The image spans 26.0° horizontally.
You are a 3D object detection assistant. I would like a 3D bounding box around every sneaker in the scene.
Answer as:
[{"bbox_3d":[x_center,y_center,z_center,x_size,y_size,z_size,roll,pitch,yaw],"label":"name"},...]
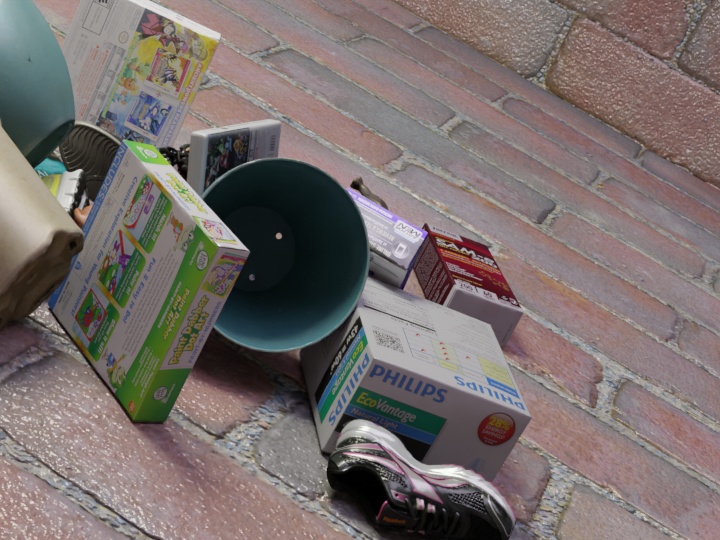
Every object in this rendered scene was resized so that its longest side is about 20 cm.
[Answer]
[{"bbox_3d":[0.051,0.230,1.527,0.199,0.081,0.086,24,31,13],"label":"sneaker"},{"bbox_3d":[-0.284,-0.112,1.866,0.200,0.075,0.106,44,7,-24],"label":"sneaker"},{"bbox_3d":[-0.349,-0.040,1.659,0.089,0.079,0.200,0,28,3],"label":"sneaker"}]

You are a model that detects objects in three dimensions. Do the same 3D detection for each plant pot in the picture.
[{"bbox_3d":[-0.387,-0.179,1.676,0.135,0.200,0.200,46,21,-1],"label":"plant pot"},{"bbox_3d":[-0.373,-0.049,1.498,0.183,0.201,0.200,42,23,8],"label":"plant pot"},{"bbox_3d":[-0.102,-0.020,1.676,0.199,0.202,0.135,22,-2,-15],"label":"plant pot"}]

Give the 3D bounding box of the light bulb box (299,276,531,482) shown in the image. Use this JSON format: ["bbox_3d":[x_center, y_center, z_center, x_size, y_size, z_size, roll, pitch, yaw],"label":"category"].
[{"bbox_3d":[0.055,0.123,1.685,0.197,0.125,0.200,21,22,-19],"label":"light bulb box"}]

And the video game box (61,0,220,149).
[{"bbox_3d":[-0.300,-0.252,2.012,0.181,0.201,0.047,25,19,-8],"label":"video game box"}]

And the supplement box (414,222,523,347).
[{"bbox_3d":[0.141,0.017,2.131,0.108,0.061,0.200,19,21,-20],"label":"supplement box"}]

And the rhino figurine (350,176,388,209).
[{"bbox_3d":[-0.023,-0.071,2.132,0.087,0.060,0.200,44,27,11],"label":"rhino figurine"}]

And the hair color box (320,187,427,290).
[{"bbox_3d":[0.000,0.000,1.812,0.109,0.200,0.065,29,61,4],"label":"hair color box"}]

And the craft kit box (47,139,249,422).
[{"bbox_3d":[-0.211,0.009,1.516,0.048,0.201,0.198,9,28,-42],"label":"craft kit box"}]

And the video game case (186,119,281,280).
[{"bbox_3d":[-0.150,-0.066,1.777,0.023,0.202,0.182,13,14,22],"label":"video game case"}]

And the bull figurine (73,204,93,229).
[{"bbox_3d":[-0.231,0.011,1.643,0.201,0.065,0.121,56,11,19],"label":"bull figurine"}]

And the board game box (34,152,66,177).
[{"bbox_3d":[-0.433,-0.128,1.801,0.199,0.028,0.135,4,32,-47],"label":"board game box"}]

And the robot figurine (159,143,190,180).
[{"bbox_3d":[-0.193,-0.077,1.803,0.058,0.146,0.200,-8,9,30],"label":"robot figurine"}]
